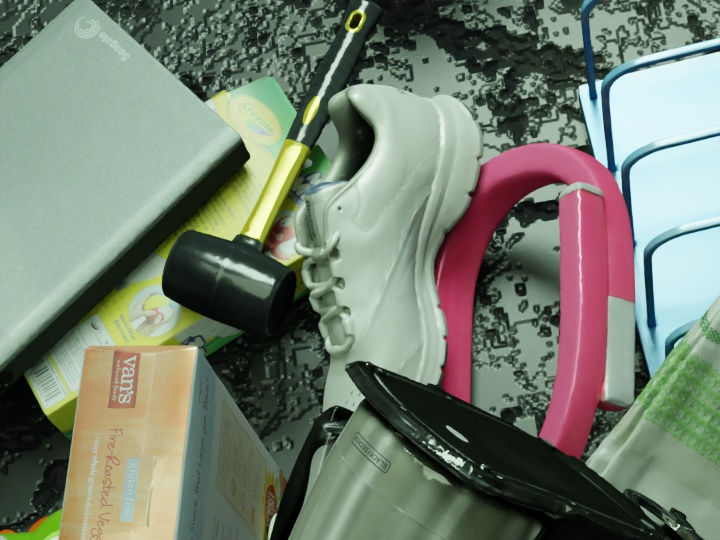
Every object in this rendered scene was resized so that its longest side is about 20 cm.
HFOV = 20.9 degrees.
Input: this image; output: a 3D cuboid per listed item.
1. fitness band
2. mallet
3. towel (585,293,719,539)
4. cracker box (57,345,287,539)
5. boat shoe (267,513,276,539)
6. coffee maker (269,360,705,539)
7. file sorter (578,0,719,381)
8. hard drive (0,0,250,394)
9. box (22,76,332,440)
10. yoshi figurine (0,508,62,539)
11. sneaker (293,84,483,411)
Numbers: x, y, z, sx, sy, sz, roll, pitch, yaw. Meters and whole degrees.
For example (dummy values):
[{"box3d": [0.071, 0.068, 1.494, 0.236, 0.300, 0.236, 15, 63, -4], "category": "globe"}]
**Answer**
[{"box3d": [0.076, 0.031, 0.969, 0.037, 0.143, 0.202, 19, 62, -31], "category": "fitness band"}, {"box3d": [-0.045, -0.062, 1.031, 0.065, 0.041, 0.201, 13, 67, 12], "category": "mallet"}, {"box3d": [0.208, 0.065, 0.892, 0.149, 0.031, 0.201, 33, 101, -11], "category": "towel"}, {"box3d": [-0.084, 0.132, 0.911, 0.057, 0.200, 0.135, 1, 66, 10], "category": "cracker box"}, {"box3d": [-0.001, 0.208, 0.933, 0.065, 0.075, 0.201, -12, 59, 12], "category": "boat shoe"}, {"box3d": [0.031, 0.167, 0.814, 0.191, 0.135, 0.201, 28, 98, -16], "category": "coffee maker"}, {"box3d": [0.195, -0.047, 0.983, 0.137, 0.123, 0.202, -13, 65, 4], "category": "file sorter"}, {"box3d": [-0.175, -0.039, 1.047, 0.200, 0.033, 0.139, -44, 64, -10], "category": "hard drive"}, {"box3d": [-0.104, -0.011, 1.063, 0.199, 0.048, 0.118, -32, 65, -2], "category": "box"}, {"box3d": [-0.201, 0.196, 0.962, 0.199, 0.112, 0.112, -35, 76, -8], "category": "yoshi figurine"}, {"box3d": [0.000, 0.000, 0.996, 0.074, 0.087, 0.202, -6, 71, 52], "category": "sneaker"}]
